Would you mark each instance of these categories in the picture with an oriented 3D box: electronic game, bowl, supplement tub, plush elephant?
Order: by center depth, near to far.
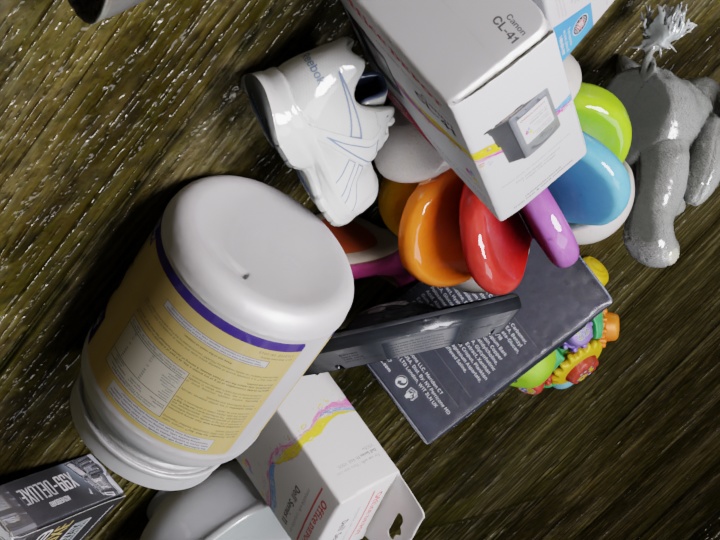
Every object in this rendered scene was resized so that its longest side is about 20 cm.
[{"bbox_3d":[-0.110,0.047,1.288,0.145,0.146,0.200,-11,146,-48],"label":"supplement tub"},{"bbox_3d":[0.025,0.045,1.392,0.199,0.042,0.200,-12,179,0],"label":"electronic game"},{"bbox_3d":[0.250,-0.108,1.483,0.155,0.164,0.201,15,98,-51],"label":"plush elephant"},{"bbox_3d":[-0.136,0.236,1.690,0.201,0.090,0.201,-31,156,-15],"label":"bowl"}]

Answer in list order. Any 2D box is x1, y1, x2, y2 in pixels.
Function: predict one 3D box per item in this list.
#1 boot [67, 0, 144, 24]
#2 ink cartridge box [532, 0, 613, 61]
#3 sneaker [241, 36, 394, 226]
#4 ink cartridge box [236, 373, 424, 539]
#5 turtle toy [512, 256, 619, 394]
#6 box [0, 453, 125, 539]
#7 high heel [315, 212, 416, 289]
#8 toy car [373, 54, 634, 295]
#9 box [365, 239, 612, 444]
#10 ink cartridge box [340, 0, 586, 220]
[{"bbox_3d":[-0.063,-0.223,0.955,0.199,0.073,0.182,-19,150,-24],"label":"boot"},{"bbox_3d":[0.163,-0.248,1.196,0.200,0.068,0.116,-50,160,-7],"label":"ink cartridge box"},{"bbox_3d":[-0.012,-0.092,1.246,0.087,0.075,0.200,-30,159,3],"label":"sneaker"},{"bbox_3d":[-0.038,0.169,1.560,0.067,0.200,0.117,-23,154,-31],"label":"ink cartridge box"},{"bbox_3d":[0.185,0.069,1.832,0.200,0.101,0.146,-4,141,-54],"label":"turtle toy"},{"bbox_3d":[-0.303,0.242,1.471,0.200,0.050,0.158,-47,167,21],"label":"box"},{"bbox_3d":[0.000,0.000,1.457,0.200,0.067,0.096,-16,139,-48],"label":"high heel"},{"bbox_3d":[0.113,-0.056,1.335,0.199,0.150,0.175,-25,128,9],"label":"toy car"},{"bbox_3d":[0.104,0.047,1.586,0.200,0.118,0.197,-38,175,1],"label":"box"},{"bbox_3d":[0.065,-0.138,1.188,0.086,0.148,0.200,-39,157,-1],"label":"ink cartridge box"}]
